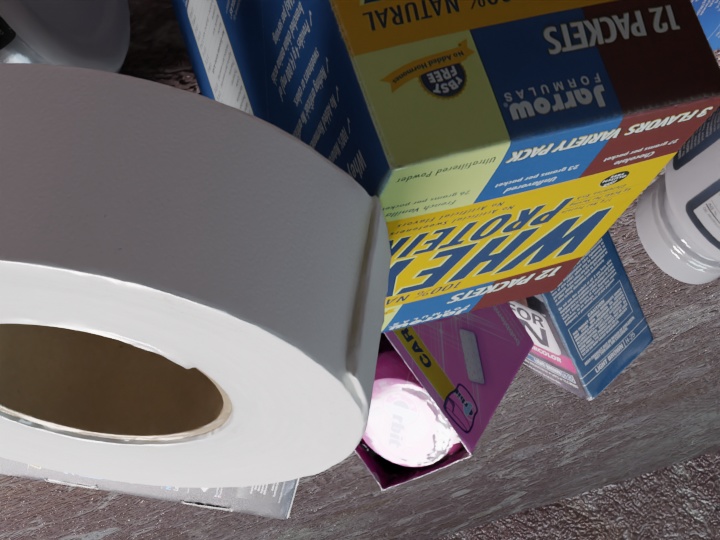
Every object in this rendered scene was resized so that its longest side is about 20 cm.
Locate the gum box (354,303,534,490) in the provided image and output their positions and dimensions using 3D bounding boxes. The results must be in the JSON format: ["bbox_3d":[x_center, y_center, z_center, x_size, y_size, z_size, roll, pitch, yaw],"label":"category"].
[{"bbox_3d":[0.000,0.000,0.885,0.066,0.201,0.114,-27,-166,34],"label":"gum box"}]

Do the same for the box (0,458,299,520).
[{"bbox_3d":[-0.092,0.027,0.810,0.158,0.046,0.201,10,125,-8],"label":"box"}]

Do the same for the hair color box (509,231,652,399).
[{"bbox_3d":[0.090,-0.026,0.959,0.060,0.100,0.201,-41,127,-17],"label":"hair color box"}]

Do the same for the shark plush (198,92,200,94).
[{"bbox_3d":[-0.102,0.003,0.923,0.090,0.201,0.083,-18,-152,-23],"label":"shark plush"}]

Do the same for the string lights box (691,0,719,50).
[{"bbox_3d":[0.184,-0.163,0.912,0.199,0.059,0.103,-15,163,-14],"label":"string lights box"}]

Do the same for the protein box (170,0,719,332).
[{"bbox_3d":[0.018,-0.101,0.673,0.134,0.201,0.199,-14,162,-19],"label":"protein box"}]

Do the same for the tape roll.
[{"bbox_3d":[-0.090,0.010,0.577,0.201,0.071,0.203,7,154,3],"label":"tape roll"}]

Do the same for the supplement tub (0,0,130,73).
[{"bbox_3d":[-0.198,-0.081,0.631,0.199,0.123,0.122,-26,162,22],"label":"supplement tub"}]

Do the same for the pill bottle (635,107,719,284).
[{"bbox_3d":[0.296,-0.071,1.217,0.119,0.120,0.200,-9,161,-32],"label":"pill bottle"}]
